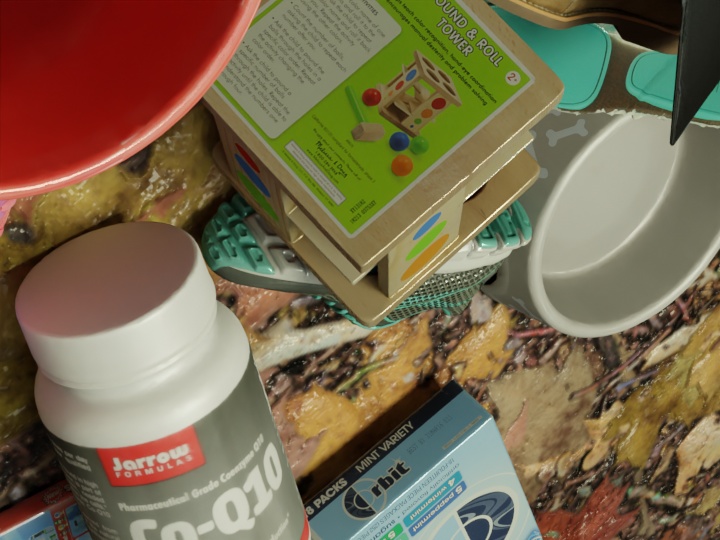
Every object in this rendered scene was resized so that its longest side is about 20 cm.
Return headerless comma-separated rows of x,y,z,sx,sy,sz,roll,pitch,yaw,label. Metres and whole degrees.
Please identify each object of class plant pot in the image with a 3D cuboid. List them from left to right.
-0.158,-0.152,0.650,0.200,0.177,0.201,-22,133,-25,plant pot

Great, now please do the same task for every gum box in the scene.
0.033,0.187,1.154,0.170,0.045,0.200,-39,143,-12,gum box

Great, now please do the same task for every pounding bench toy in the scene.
-0.018,-0.094,0.860,0.124,0.200,0.156,-41,170,-8,pounding bench toy

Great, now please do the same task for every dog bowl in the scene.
0.158,-0.046,1.081,0.200,0.059,0.200,-21,133,-25,dog bowl

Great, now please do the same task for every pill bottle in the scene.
-0.102,0.083,0.913,0.114,0.114,0.200,-29,126,-19,pill bottle

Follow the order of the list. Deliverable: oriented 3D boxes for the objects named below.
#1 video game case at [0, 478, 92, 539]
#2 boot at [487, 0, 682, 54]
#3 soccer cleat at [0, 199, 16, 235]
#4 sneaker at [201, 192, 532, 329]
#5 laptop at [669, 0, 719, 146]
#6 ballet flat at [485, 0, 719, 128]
-0.134,0.162,1.031,0.200,0.017,0.143,-27,135,-22,video game case
0.113,-0.162,0.864,0.200,0.074,0.075,2,139,-42,boot
-0.181,-0.040,0.804,0.073,0.068,0.200,-14,127,-37,soccer cleat
0.000,0.000,0.979,0.200,0.078,0.091,-1,137,-30,sneaker
0.156,-0.201,0.828,0.200,0.116,0.187,41,71,-13,laptop
0.141,-0.122,0.986,0.200,0.072,0.072,13,117,-9,ballet flat
